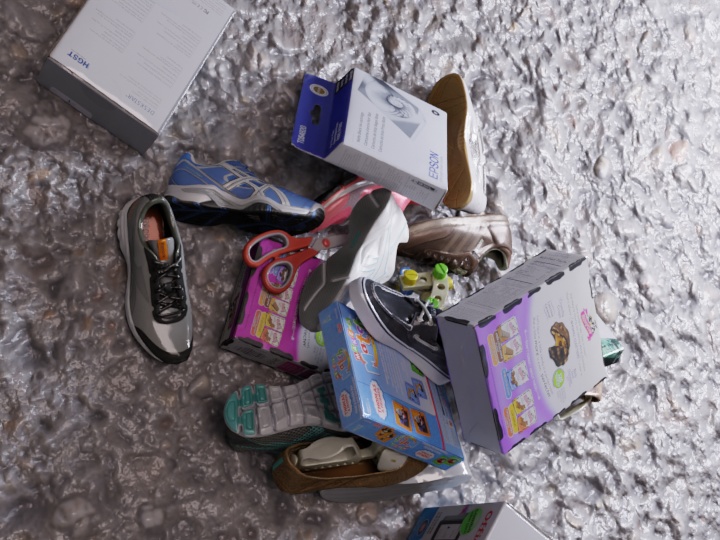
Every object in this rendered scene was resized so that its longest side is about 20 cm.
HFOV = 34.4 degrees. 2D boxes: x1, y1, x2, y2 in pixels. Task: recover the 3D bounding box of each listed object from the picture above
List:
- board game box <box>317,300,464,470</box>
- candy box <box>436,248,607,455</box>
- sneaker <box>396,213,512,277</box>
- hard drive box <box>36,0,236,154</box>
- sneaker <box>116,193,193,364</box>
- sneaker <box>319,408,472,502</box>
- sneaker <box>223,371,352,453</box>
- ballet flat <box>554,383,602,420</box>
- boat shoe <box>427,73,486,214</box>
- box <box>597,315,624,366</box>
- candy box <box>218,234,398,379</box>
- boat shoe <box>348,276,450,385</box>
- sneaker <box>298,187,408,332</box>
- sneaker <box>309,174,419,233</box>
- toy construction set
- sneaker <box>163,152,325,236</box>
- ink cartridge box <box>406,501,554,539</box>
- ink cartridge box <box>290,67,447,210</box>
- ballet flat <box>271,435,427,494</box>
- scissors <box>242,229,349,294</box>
[{"bbox_3d":[0.037,0.136,1.355,0.199,0.036,0.153,31,36,-46],"label":"board game box"},{"bbox_3d":[0.197,0.093,1.391,0.198,0.071,0.170,-28,115,-32],"label":"candy box"},{"bbox_3d":[0.122,-0.028,1.536,0.197,0.070,0.077,-8,82,-27],"label":"sneaker"},{"bbox_3d":[-0.266,-0.271,1.395,0.155,0.077,0.202,35,64,-15],"label":"hard drive box"},{"bbox_3d":[-0.234,0.009,1.343,0.073,0.079,0.204,-10,84,-30],"label":"sneaker"},{"bbox_3d":[0.033,0.218,1.441,0.197,0.074,0.117,-3,64,-22],"label":"sneaker"},{"bbox_3d":[-0.071,0.175,1.379,0.196,0.092,0.079,0,57,-19],"label":"sneaker"},{"bbox_3d":[0.249,0.170,1.556,0.197,0.068,0.069,-8,91,-26],"label":"ballet flat"},{"bbox_3d":[0.136,-0.168,1.585,0.069,0.070,0.204,22,58,-48],"label":"boat shoe"},{"bbox_3d":[0.232,0.088,1.545,0.197,0.037,0.145,-17,54,-28],"label":"box"},{"bbox_3d":[-0.060,0.060,1.427,0.197,0.061,0.139,23,66,-19],"label":"candy box"},{"bbox_3d":[0.066,0.063,1.367,0.200,0.067,0.072,42,31,-32],"label":"boat shoe"},{"bbox_3d":[0.000,0.000,1.403,0.202,0.070,0.080,-56,129,-21],"label":"sneaker"},{"bbox_3d":[0.014,-0.085,1.494,0.199,0.074,0.088,-32,94,-29],"label":"sneaker"},{"bbox_3d":[0.144,0.045,1.480,0.196,0.093,0.133,-6,48,0],"label":"toy construction set"},{"bbox_3d":[-0.137,-0.093,1.404,0.196,0.076,0.078,11,65,-10],"label":"sneaker"},{"bbox_3d":[0.140,0.377,1.372,0.146,0.199,0.148,40,63,-12],"label":"ink cartridge box"},{"bbox_3d":[0.017,-0.180,1.465,0.197,0.041,0.201,22,35,-12],"label":"ink cartridge box"},{"bbox_3d":[-0.005,0.213,1.348,0.196,0.073,0.069,-3,55,-14],"label":"ballet flat"},{"bbox_3d":[-0.055,-0.037,1.416,0.198,0.014,0.074,-29,88,-32],"label":"scissors"}]
